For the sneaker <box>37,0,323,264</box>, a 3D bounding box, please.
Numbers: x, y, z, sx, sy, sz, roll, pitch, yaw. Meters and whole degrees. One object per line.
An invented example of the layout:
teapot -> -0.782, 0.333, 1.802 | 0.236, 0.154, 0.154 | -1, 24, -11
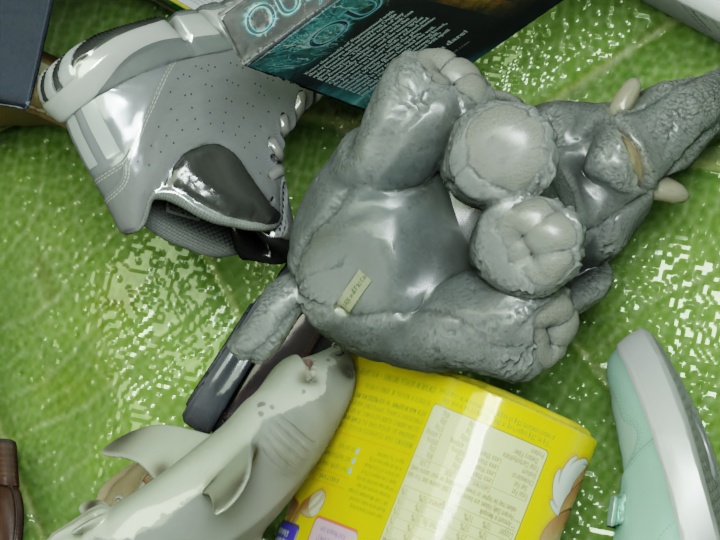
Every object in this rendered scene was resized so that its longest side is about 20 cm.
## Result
sneaker -> -0.037, -0.063, 1.212 | 0.075, 0.199, 0.116 | -30, 83, 60

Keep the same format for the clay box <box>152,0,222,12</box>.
clay box -> -0.042, -0.209, 1.271 | 0.048, 0.115, 0.201 | 22, 85, 58

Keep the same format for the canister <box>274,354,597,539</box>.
canister -> 0.010, 0.142, 1.156 | 0.148, 0.086, 0.201 | 10, 77, 65

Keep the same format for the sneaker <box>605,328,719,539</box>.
sneaker -> 0.096, 0.129, 1.148 | 0.118, 0.074, 0.202 | -13, 75, 14

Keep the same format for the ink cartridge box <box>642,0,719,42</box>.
ink cartridge box -> 0.139, -0.192, 1.203 | 0.200, 0.087, 0.146 | 31, 92, 28

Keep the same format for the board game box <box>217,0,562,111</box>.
board game box -> 0.055, -0.134, 1.110 | 0.200, 0.135, 0.028 | -34, 70, 19

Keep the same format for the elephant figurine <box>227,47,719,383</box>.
elephant figurine -> 0.067, -0.026, 1.157 | 0.154, 0.200, 0.142 | 19, 108, 21

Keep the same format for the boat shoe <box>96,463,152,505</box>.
boat shoe -> -0.116, 0.181, 1.239 | 0.068, 0.075, 0.201 | 22, 79, 30

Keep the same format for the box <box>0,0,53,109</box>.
box -> -0.184, -0.201, 1.227 | 0.123, 0.197, 0.201 | 11, 109, -10

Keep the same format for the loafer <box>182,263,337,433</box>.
loafer -> 0.000, 0.000, 1.237 | 0.063, 0.072, 0.200 | 35, 90, -1

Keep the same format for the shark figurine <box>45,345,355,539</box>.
shark figurine -> -0.086, 0.122, 1.154 | 0.214, 0.128, 0.090 | -27, 111, 10

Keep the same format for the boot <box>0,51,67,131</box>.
boot -> -0.218, -0.045, 1.334 | 0.199, 0.073, 0.156 | 15, 84, 28

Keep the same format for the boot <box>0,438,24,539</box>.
boot -> -0.235, 0.187, 1.295 | 0.185, 0.064, 0.201 | -9, 78, 21
